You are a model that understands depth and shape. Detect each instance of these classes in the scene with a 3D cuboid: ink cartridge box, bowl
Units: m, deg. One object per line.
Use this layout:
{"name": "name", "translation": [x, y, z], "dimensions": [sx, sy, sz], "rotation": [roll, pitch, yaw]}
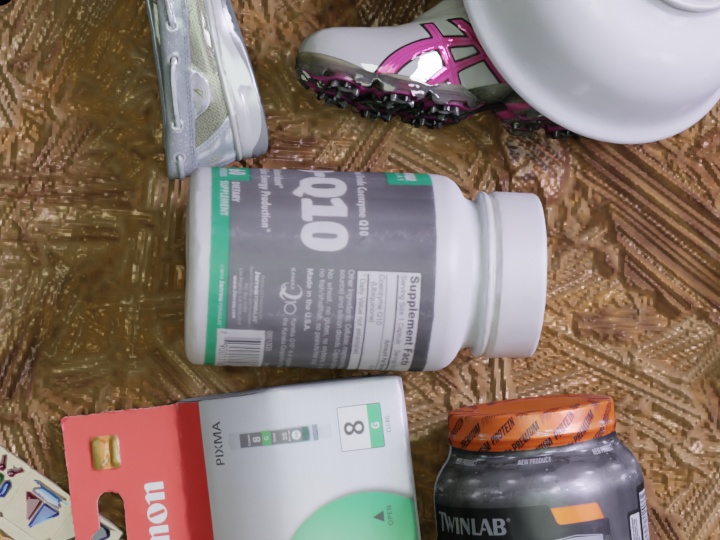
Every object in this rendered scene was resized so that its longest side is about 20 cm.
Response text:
{"name": "ink cartridge box", "translation": [-0.066, 0.150, 1.271], "dimensions": [0.199, 0.050, 0.162], "rotation": [-6, 88, -8]}
{"name": "bowl", "translation": [0.160, -0.179, 1.233], "dimensions": [0.200, 0.090, 0.202], "rotation": [7, 75, -27]}

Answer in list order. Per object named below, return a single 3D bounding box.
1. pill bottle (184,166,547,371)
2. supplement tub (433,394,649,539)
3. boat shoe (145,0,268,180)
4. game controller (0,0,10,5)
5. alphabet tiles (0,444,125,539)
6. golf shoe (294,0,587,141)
{"name": "pill bottle", "translation": [0.000, 0.000, 1.248], "dimensions": [0.199, 0.113, 0.114], "rotation": [2, 91, -6]}
{"name": "supplement tub", "translation": [0.107, 0.176, 1.256], "dimensions": [0.122, 0.123, 0.201], "rotation": [-7, 91, -5]}
{"name": "boat shoe", "translation": [-0.111, -0.154, 1.256], "dimensions": [0.065, 0.074, 0.203], "rotation": [-20, 100, -9]}
{"name": "game controller", "translation": [-0.178, -0.247, 1.231], "dimensions": [0.042, 0.104, 0.201], "rotation": [24, 89, 18]}
{"name": "alphabet tiles", "translation": [-0.213, 0.203, 1.285], "dimensions": [0.200, 0.008, 0.167], "rotation": [35, 87, -5]}
{"name": "golf shoe", "translation": [0.059, -0.129, 1.276], "dimensions": [0.199, 0.073, 0.092], "rotation": [4, 82, -15]}
